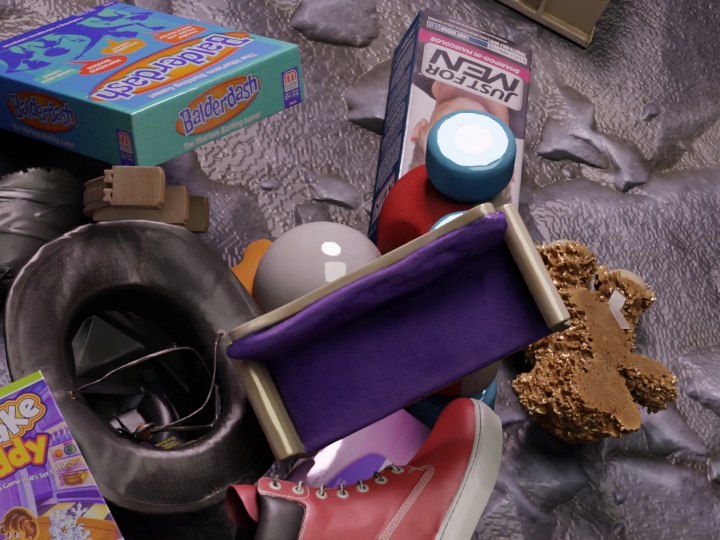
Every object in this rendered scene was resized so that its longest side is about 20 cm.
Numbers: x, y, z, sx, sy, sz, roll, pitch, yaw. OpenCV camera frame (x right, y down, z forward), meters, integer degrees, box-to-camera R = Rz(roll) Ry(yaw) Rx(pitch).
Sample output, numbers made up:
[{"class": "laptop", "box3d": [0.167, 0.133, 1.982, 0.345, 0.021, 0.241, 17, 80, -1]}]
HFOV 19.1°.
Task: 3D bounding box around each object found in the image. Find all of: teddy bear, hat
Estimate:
[{"class": "teddy bear", "box3d": [0.162, 0.056, 1.571, 0.145, 0.067, 0.200, 18, 43, -27]}, {"class": "hat", "box3d": [-0.145, 0.070, 1.371, 0.201, 0.081, 0.201, 10, 64, -21]}]

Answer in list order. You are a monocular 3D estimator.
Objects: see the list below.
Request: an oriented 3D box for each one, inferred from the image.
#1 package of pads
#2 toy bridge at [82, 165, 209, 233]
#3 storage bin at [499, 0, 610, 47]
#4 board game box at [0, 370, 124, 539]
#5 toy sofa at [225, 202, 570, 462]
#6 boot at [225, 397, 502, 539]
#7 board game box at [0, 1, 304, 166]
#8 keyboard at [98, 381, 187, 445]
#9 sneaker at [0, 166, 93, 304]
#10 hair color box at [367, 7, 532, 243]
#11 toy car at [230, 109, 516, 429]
[{"class": "package of pads", "box3d": [-0.005, 0.175, 1.378, 0.120, 0.076, 0.200, 36, 48, 1]}, {"class": "toy bridge", "box3d": [-0.147, -0.045, 1.418, 0.067, 0.200, 0.027, 1, 86, 4]}, {"class": "storage bin", "box3d": [0.147, -0.326, 1.820, 0.199, 0.094, 0.200, 27, 49, -6]}, {"class": "board game box", "box3d": [-0.245, 0.162, 1.232, 0.200, 0.045, 0.134, -26, 69, -12]}, {"class": "toy sofa", "box3d": [0.023, 0.039, 1.308, 0.200, 0.098, 0.083, -27, 80, 8]}, {"class": "boot", "box3d": [-0.001, 0.134, 1.315, 0.144, 0.072, 0.200, 30, 52, -5]}, {"class": "board game box", "box3d": [-0.162, -0.130, 1.471, 0.200, 0.045, 0.152, 18, 34, 40]}, {"class": "keyboard", "box3d": [-0.097, 0.095, 1.435, 0.200, 0.011, 0.056, -4, 58, -29]}, {"class": "sneaker", "box3d": [-0.261, -0.021, 1.398, 0.200, 0.076, 0.091, 0, 62, -25]}, {"class": "hair color box", "box3d": [0.071, -0.098, 1.632, 0.100, 0.061, 0.200, 19, 50, -13]}, {"class": "toy car", "box3d": [0.000, 0.000, 1.466, 0.200, 0.184, 0.177, 3, 52, -1]}]
